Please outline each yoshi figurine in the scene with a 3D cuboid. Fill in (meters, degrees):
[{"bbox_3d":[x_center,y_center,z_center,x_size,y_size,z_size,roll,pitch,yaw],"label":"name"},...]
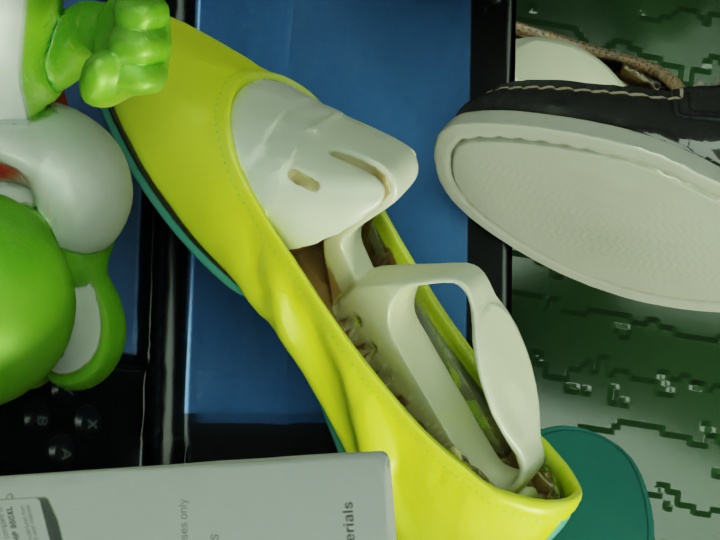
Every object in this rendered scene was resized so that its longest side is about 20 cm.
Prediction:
[{"bbox_3d":[-0.109,-0.046,0.699,0.112,0.112,0.200,-26,116,-28],"label":"yoshi figurine"}]

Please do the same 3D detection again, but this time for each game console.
[{"bbox_3d":[-0.053,-0.033,0.798,0.172,0.119,0.200,8,80,-44],"label":"game console"}]

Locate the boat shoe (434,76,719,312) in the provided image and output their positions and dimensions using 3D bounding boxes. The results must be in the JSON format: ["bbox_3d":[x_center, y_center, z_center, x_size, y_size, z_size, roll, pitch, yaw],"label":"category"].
[{"bbox_3d":[0.123,-0.027,0.780,0.200,0.074,0.060,11,56,16],"label":"boat shoe"}]

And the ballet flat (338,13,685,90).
[{"bbox_3d":[0.021,-0.071,0.879,0.200,0.067,0.068,13,77,-4],"label":"ballet flat"}]

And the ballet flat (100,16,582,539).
[{"bbox_3d":[0.000,0.000,0.759,0.200,0.067,0.067,58,38,-4],"label":"ballet flat"}]

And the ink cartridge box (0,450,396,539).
[{"bbox_3d":[-0.089,0.118,0.716,0.200,0.145,0.084,-3,64,-1],"label":"ink cartridge box"}]

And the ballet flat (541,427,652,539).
[{"bbox_3d":[0.050,0.122,0.808,0.068,0.200,0.067,24,119,-3],"label":"ballet flat"}]
